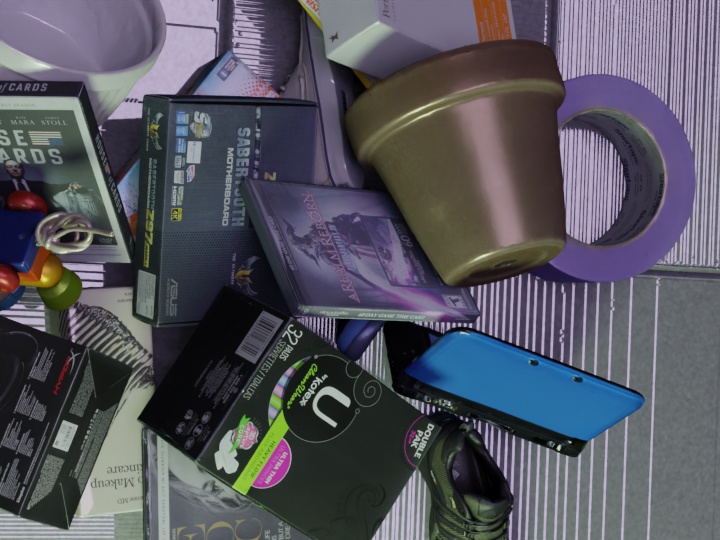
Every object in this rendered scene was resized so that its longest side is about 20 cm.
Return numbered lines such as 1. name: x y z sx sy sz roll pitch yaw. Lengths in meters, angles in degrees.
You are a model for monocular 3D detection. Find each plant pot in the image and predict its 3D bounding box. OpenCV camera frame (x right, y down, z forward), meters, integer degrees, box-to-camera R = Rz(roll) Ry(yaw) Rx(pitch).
1. plant pot: 0.101 -0.083 1.504 0.200 0.200 0.175 -11 76 -18

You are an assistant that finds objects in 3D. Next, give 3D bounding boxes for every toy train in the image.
1. toy train: -0.266 -0.004 1.418 0.116 0.199 0.085 55 46 -54

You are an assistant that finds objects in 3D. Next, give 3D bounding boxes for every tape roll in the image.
1. tape roll: 0.219 -0.087 1.661 0.199 0.085 0.201 0 90 -17

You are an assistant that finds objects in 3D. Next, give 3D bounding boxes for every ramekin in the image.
1. ramekin: -0.277 -0.202 1.449 0.200 0.105 0.200 21 41 -19

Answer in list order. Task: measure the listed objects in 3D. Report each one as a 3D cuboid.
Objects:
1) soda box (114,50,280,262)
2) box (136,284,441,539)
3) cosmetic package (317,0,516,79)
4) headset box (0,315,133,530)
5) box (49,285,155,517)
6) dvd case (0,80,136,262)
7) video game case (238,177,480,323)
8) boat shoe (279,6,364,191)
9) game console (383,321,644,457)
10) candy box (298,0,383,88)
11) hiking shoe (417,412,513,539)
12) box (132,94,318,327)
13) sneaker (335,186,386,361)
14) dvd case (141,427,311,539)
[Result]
1. soda box: -0.163 -0.103 1.547 0.068 0.064 0.200 41 77 -14
2. box: -0.060 0.134 1.480 0.200 0.124 0.149 38 82 -34
3. cosmetic package: 0.056 -0.224 1.561 0.200 0.071 0.102 15 58 -43
4. headset box: -0.313 0.114 1.443 0.077 0.200 0.149 34 74 -58
5. box: -0.228 0.115 1.517 0.082 0.068 0.201 -5 90 -25
6. dvd case: -0.282 -0.080 1.429 0.150 0.200 0.025 1 50 10
7. video game case: 0.001 -0.016 1.495 0.200 0.019 0.143 4 48 -38
8. boat shoe: -0.045 -0.162 1.583 0.070 0.071 0.201 -12 76 19
9. game console: 0.138 0.083 1.570 0.200 0.171 0.119 22 116 -17
10. candy box: -0.008 -0.241 1.582 0.200 0.026 0.102 51 36 -16
11. hiking shoe: 0.106 0.235 1.610 0.076 0.101 0.201 -20 95 -16
12. box: -0.119 -0.054 1.503 0.157 0.051 0.201 -2 102 -38
13. sneaker: 0.000 0.000 1.566 0.082 0.074 0.200 28 44 -11
14. dvd case: -0.111 0.210 1.547 0.200 0.016 0.149 -1 90 -39
